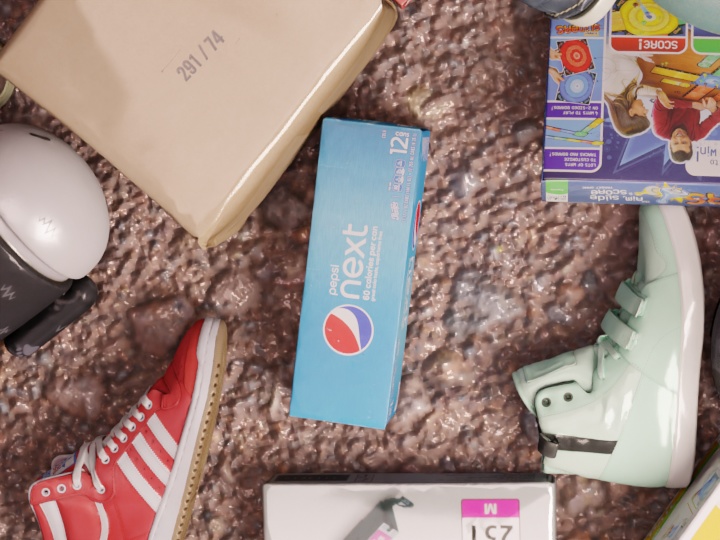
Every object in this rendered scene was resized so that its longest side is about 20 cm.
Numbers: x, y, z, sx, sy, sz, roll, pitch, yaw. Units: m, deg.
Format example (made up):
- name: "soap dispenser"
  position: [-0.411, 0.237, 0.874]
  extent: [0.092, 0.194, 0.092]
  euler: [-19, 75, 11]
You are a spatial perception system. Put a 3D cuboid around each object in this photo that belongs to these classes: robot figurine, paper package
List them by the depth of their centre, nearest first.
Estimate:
- name: "paper package"
  position: [-0.105, -0.152, 1.109]
  extent: [0.191, 0.103, 0.200]
  euler: [40, 99, 2]
- name: "robot figurine"
  position: [-0.264, -0.013, 1.131]
  extent: [0.200, 0.150, 0.125]
  euler: [-36, 73, 9]

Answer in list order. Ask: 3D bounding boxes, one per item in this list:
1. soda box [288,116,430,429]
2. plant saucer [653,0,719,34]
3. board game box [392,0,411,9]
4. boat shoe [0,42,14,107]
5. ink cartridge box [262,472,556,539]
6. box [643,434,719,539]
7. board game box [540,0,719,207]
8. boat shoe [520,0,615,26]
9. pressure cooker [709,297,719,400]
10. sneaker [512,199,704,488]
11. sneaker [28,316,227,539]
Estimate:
- name: "soda box"
  position: [0.000, 0.000, 1.127]
  extent: [0.068, 0.064, 0.200]
  euler: [7, 95, 7]
- name: "plant saucer"
  position: [0.255, -0.248, 1.068]
  extent: [0.200, 0.036, 0.200]
  euler: [-1, 81, 10]
- name: "board game box"
  position: [-0.008, -0.281, 1.124]
  extent: [0.200, 0.019, 0.103]
  euler: [44, 90, 2]
- name: "boat shoe"
  position: [-0.322, -0.085, 1.159]
  extent: [0.201, 0.066, 0.072]
  euler: [-43, 89, 8]
- name: "ink cartridge box"
  position: [0.035, 0.227, 1.152]
  extent: [0.200, 0.044, 0.174]
  euler: [-1, 93, 7]
- name: "box"
  position: [0.227, 0.224, 1.097]
  extent: [0.112, 0.101, 0.200]
  euler: [34, 98, 3]
- name: "board game box"
  position: [0.218, -0.108, 1.079]
  extent: [0.200, 0.034, 0.136]
  euler: [3, 69, 8]
- name: "boat shoe"
  position: [0.151, -0.254, 1.051]
  extent: [0.062, 0.075, 0.200]
  euler: [14, 105, -38]
- name: "pressure cooker"
  position: [0.314, 0.062, 1.015]
  extent: [0.179, 0.200, 0.176]
  euler: [-33, 97, 1]
- name: "sneaker"
  position: [0.160, 0.044, 1.103]
  extent: [0.118, 0.074, 0.201]
  euler: [1, 97, 1]
- name: "sneaker"
  position: [-0.161, 0.117, 1.153]
  extent: [0.112, 0.071, 0.200]
  euler: [16, 98, 2]
